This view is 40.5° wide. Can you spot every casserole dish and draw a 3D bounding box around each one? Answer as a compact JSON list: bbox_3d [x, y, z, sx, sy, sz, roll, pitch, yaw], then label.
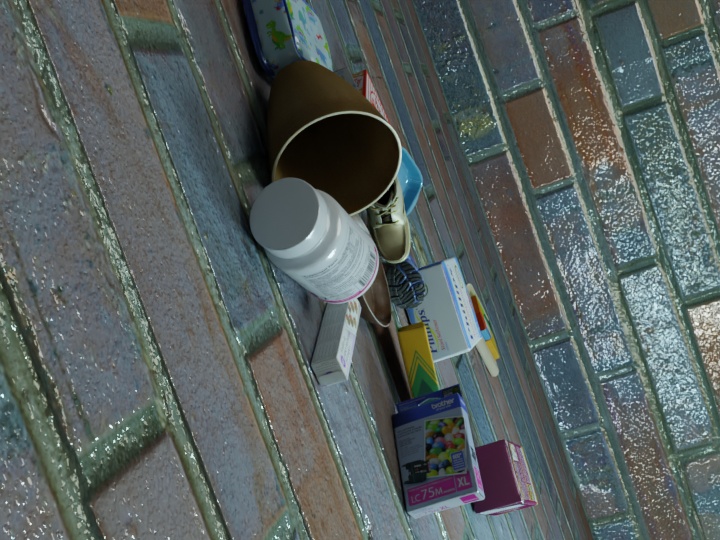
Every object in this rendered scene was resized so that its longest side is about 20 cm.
[{"bbox_3d":[0.062,-0.171,1.927,0.122,0.039,0.200,-60,153,-8],"label":"casserole dish"}]

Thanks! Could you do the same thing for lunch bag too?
[{"bbox_3d":[-0.110,-0.363,1.533,0.200,0.082,0.162,25,50,-71],"label":"lunch bag"}]

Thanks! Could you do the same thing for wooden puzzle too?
[{"bbox_3d":[0.333,0.159,2.645,0.201,0.037,0.186,-93,160,-44],"label":"wooden puzzle"}]

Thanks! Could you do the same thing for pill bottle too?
[{"bbox_3d":[-0.059,-0.038,1.267,0.200,0.112,0.114,44,31,-62],"label":"pill bottle"}]

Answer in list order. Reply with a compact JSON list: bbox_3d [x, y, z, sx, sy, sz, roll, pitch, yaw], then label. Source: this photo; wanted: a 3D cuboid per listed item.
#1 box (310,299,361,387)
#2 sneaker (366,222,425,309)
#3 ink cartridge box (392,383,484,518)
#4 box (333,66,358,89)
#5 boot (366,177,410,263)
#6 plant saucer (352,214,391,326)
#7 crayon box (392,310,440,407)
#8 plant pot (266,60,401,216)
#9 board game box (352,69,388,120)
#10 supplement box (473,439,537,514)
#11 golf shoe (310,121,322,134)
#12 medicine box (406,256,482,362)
[{"bbox_3d":[-0.032,0.089,1.362,0.200,0.041,0.039,-80,148,-63],"label":"box"},{"bbox_3d":[0.068,-0.019,1.803,0.079,0.075,0.201,-86,155,-64],"label":"sneaker"},{"bbox_3d":[0.117,0.274,1.529,0.042,0.118,0.201,51,24,-48],"label":"ink cartridge box"},{"bbox_3d":[0.001,-0.261,1.778,0.201,0.041,0.157,-110,179,-57],"label":"box"},{"bbox_3d":[0.040,-0.104,1.632,0.155,0.071,0.202,-70,150,-83],"label":"boot"},{"bbox_3d":[0.000,0.000,1.601,0.200,0.034,0.202,-19,90,-75],"label":"plant saucer"},{"bbox_3d":[0.101,0.162,1.668,0.126,0.051,0.202,-4,80,-88],"label":"crayon box"},{"bbox_3d":[-0.059,-0.207,1.392,0.187,0.185,0.201,55,9,-48],"label":"plant pot"},{"bbox_3d":[0.019,-0.296,2.002,0.201,0.046,0.152,-89,157,-51],"label":"board game box"},{"bbox_3d":[0.288,0.430,2.012,0.200,0.102,0.132,39,36,-66],"label":"supplement box"},{"bbox_3d":[-0.039,-0.191,1.580,0.098,0.078,0.200,61,26,1],"label":"golf shoe"},{"bbox_3d":[0.161,0.077,1.971,0.200,0.102,0.184,-15,87,-76],"label":"medicine box"}]
